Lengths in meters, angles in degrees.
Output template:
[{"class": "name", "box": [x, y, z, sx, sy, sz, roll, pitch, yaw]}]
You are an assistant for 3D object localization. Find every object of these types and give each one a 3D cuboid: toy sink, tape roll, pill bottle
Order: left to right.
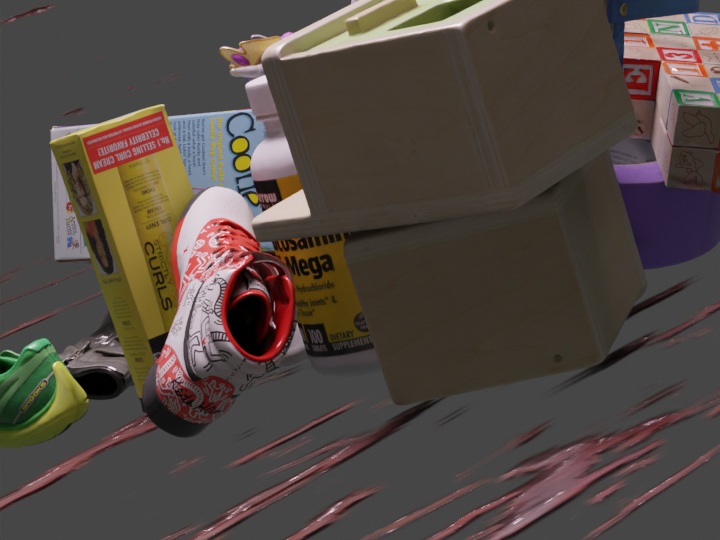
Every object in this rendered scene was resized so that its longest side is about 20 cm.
[{"class": "pill bottle", "box": [-0.007, -0.040, 1.420, 0.112, 0.200, 0.112, -17, 9, 3]}, {"class": "toy sink", "box": [0.030, -0.098, 1.217, 0.200, 0.112, 0.130, -6, 18, 43]}, {"class": "toy sink", "box": [0.091, -0.009, 1.298, 0.130, 0.112, 0.200, -13, 14, 20]}, {"class": "tape roll", "box": [0.155, -0.070, 1.483, 0.200, 0.066, 0.200, 4, 26, -2]}]

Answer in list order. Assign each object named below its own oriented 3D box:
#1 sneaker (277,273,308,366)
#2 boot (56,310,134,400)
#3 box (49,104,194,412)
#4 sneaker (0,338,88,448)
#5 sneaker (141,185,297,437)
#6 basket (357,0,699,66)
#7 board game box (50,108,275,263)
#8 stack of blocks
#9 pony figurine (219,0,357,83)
[{"class": "sneaker", "box": [0.000, 0.000, 1.552, 0.200, 0.073, 0.112, -51, -19, -9]}, {"class": "boot", "box": [-0.144, 0.056, 1.600, 0.200, 0.068, 0.131, -10, 23, 43]}, {"class": "box", "box": [-0.141, -0.007, 1.476, 0.075, 0.200, 0.050, -21, 7, -31]}, {"class": "sneaker", "box": [-0.280, 0.087, 1.537, 0.200, 0.084, 0.074, -13, 10, 30]}, {"class": "sneaker", "box": [-0.077, 0.006, 1.389, 0.108, 0.067, 0.202, -40, 28, 42]}, {"class": "basket", "box": [0.106, -0.173, 1.398, 0.176, 0.139, 0.200, 4, 9, 32]}, {"class": "board game box", "box": [-0.121, -0.061, 1.610, 0.200, 0.105, 0.103, -2, -1, 31]}, {"class": "stack of blocks", "box": [0.225, -0.117, 1.451, 0.115, 0.059, 0.200, 4, 25, -2]}, {"class": "pony figurine", "box": [0.007, -0.156, 1.686, 0.193, 0.200, 0.167, -53, -10, -51]}]
